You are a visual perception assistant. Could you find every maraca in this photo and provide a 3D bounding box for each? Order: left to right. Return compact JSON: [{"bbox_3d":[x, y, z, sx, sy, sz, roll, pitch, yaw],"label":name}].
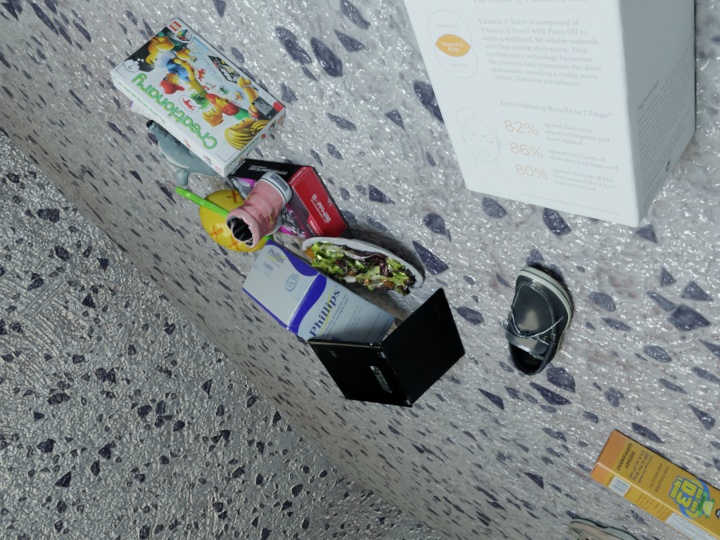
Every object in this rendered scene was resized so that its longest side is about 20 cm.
[{"bbox_3d":[-0.250,-0.102,1.142,0.198,0.108,0.137,28,173,-5],"label":"maraca"}]

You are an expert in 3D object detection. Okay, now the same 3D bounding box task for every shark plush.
[{"bbox_3d":[-0.292,-0.215,1.041,0.082,0.092,0.200,15,160,19],"label":"shark plush"}]

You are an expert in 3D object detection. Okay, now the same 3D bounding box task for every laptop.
[{"bbox_3d":[0.049,0.128,1.007,0.197,0.117,0.188,1,141,25],"label":"laptop"}]

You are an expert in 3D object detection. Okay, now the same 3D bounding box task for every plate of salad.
[{"bbox_3d":[0.000,0.000,0.959,0.197,0.049,0.200,16,163,5],"label":"plate of salad"}]

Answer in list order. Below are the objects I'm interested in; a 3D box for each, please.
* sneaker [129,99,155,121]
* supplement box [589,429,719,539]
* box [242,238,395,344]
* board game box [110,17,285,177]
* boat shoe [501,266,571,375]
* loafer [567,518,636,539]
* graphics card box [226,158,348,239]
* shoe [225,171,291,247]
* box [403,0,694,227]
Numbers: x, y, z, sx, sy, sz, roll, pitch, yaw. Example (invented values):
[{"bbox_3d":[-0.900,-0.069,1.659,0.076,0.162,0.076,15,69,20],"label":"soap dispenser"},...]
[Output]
[{"bbox_3d":[-0.302,-0.286,0.980,0.099,0.076,0.199,28,164,-25],"label":"sneaker"},{"bbox_3d":[0.440,0.318,0.881,0.199,0.067,0.069,30,153,24],"label":"supplement box"},{"bbox_3d":[-0.074,0.056,1.062,0.199,0.106,0.183,33,179,-40],"label":"box"},{"bbox_3d":[-0.217,-0.236,0.830,0.199,0.127,0.035,39,159,2],"label":"board game box"},{"bbox_3d":[0.221,0.071,0.779,0.074,0.062,0.201,29,154,30],"label":"boat shoe"},{"bbox_3d":[0.491,0.566,1.270,0.072,0.063,0.200,41,158,-5],"label":"loafer"},{"bbox_3d":[-0.124,-0.116,1.007,0.199,0.051,0.126,18,149,46],"label":"graphics card box"},{"bbox_3d":[-0.170,-0.079,0.962,0.071,0.091,0.200,42,158,-4],"label":"shoe"},{"bbox_3d":[0.138,-0.151,0.432,0.151,0.107,0.201,21,152,40],"label":"box"}]
